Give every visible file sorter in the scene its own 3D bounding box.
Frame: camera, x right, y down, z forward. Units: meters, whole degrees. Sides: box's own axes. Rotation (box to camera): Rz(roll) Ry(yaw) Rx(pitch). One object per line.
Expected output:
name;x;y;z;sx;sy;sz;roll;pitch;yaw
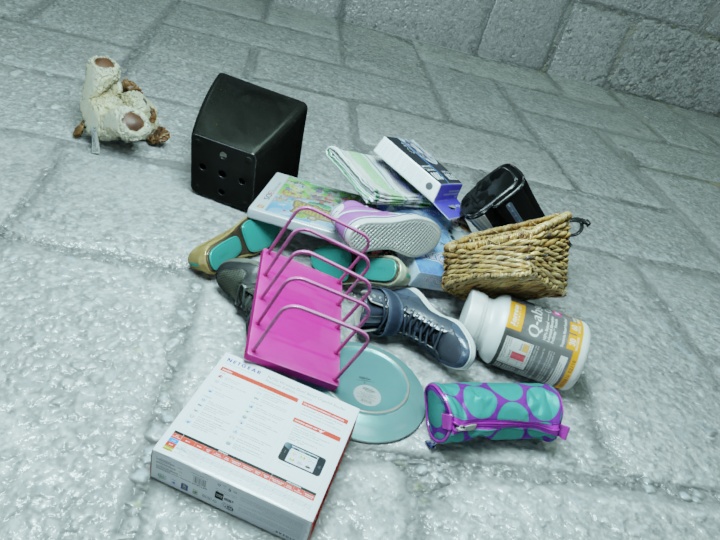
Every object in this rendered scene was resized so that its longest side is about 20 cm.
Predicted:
file sorter;-0.063;0.031;0.888;0.137;0.126;0.202;23;40;-21

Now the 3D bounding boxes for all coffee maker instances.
coffee maker;0.316;-0.106;1.251;0.192;0.201;0.134;-46;29;-11

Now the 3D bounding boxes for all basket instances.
basket;0.235;-0.036;1.069;0.141;0.152;0.198;22;-20;-37

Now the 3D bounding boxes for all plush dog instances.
plush dog;-0.499;-0.327;1.350;0.202;0.160;0.171;58;29;10

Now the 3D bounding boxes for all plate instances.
plate;0.004;0.163;0.923;0.196;0.026;0.201;13;32;-8

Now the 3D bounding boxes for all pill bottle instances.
pill bottle;0.260;0.108;1.040;0.197;0.118;0.117;19;32;3

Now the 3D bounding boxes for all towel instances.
towel;0.041;-0.177;1.190;0.198;0.031;0.150;-4;48;-50

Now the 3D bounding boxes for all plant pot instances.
plant pot;-0.236;-0.236;1.270;0.197;0.202;0.179;19;44;4

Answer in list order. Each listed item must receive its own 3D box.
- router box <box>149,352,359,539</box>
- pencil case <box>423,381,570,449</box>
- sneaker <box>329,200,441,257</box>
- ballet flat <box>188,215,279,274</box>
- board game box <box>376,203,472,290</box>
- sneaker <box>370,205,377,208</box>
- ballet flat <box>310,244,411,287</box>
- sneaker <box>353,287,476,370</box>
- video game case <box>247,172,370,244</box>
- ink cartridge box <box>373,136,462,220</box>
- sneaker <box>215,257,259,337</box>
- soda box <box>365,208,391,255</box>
router box;-0.119;0.206;0.771;0.197;0.049;0.180;22;35;7
pencil case;0.187;0.201;0.895;0.196;0.087;0.092;4;18;-20
sneaker;0.041;-0.083;1.096;0.197;0.074;0.114;6;25;-34
ballet flat;-0.220;-0.051;1.107;0.062;0.070;0.199;-1;19;32
board game box;0.145;-0.050;1.214;0.197;0.043;0.201;9;48;-35
sneaker;0.066;-0.184;1.320;0.128;0.081;0.200;-13;0;8
ballet flat;0.000;0.000;1.116;0.197;0.069;0.062;13;-6;36
sneaker;0.075;0.091;1.001;0.144;0.078;0.202;5;23;-38
video game case;-0.088;-0.117;1.175;0.196;0.022;0.183;16;30;2
ink cartridge box;0.138;-0.184;1.257;0.200;0.044;0.198;45;21;10
sneaker;-0.158;0.052;0.964;0.198;0.077;0.114;35;29;16
soda box;0.030;-0.066;1.234;0.063;0.072;0.200;27;33;19
